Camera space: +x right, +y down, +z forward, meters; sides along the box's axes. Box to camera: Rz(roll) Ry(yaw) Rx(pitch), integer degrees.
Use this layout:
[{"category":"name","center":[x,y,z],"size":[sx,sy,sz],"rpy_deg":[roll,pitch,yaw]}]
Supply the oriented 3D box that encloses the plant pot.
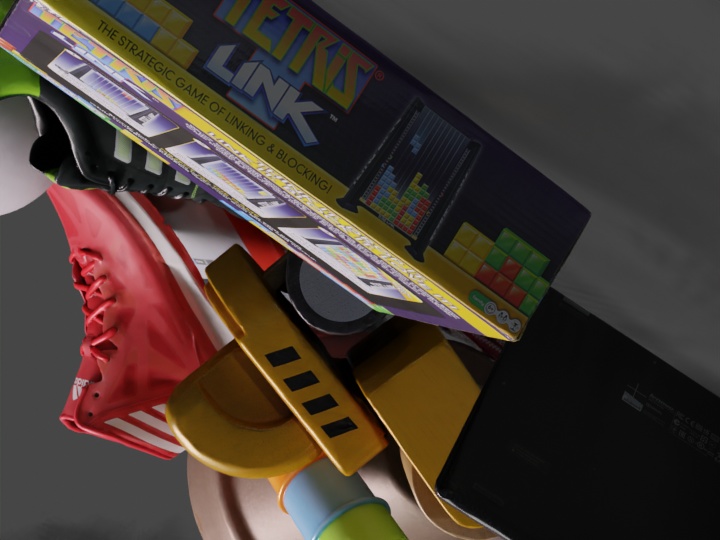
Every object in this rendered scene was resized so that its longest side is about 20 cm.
[{"category":"plant pot","center":[0.011,0.119,0.996],"size":[0.200,0.201,0.174],"rpy_deg":[35,151,-18]}]

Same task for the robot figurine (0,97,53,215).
[{"category":"robot figurine","center":[-0.245,-0.117,0.866],"size":[0.199,0.125,0.150],"rpy_deg":[33,177,0]}]

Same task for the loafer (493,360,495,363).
[{"category":"loafer","center":[0.092,0.092,1.109],"size":[0.063,0.072,0.200],"rpy_deg":[56,167,-1]}]

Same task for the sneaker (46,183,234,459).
[{"category":"sneaker","center":[-0.152,0.028,0.934],"size":[0.200,0.115,0.078],"rpy_deg":[51,162,-9]}]

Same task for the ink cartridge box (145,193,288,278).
[{"category":"ink cartridge box","center":[-0.100,-0.033,0.965],"size":[0.199,0.047,0.160],"rpy_deg":[35,165,27]}]

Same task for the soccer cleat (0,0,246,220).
[{"category":"soccer cleat","center":[-0.116,-0.066,0.785],"size":[0.067,0.081,0.200],"rpy_deg":[26,171,47]}]

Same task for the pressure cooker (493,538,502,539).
[{"category":"pressure cooker","center":[0.174,0.229,1.165],"size":[0.199,0.179,0.176],"rpy_deg":[28,170,43]}]

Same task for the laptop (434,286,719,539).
[{"category":"laptop","center":[0.129,0.103,0.737],"size":[0.187,0.200,0.116],"rpy_deg":[32,140,-1]}]

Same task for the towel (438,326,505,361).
[{"category":"towel","center":[0.000,0.000,0.999],"size":[0.199,0.023,0.144],"rpy_deg":[27,172,45]}]

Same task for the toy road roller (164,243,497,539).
[{"category":"toy road roller","center":[-0.012,0.071,0.818],"size":[0.200,0.146,0.123],"rpy_deg":[52,-179,-4]}]

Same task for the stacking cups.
[{"category":"stacking cups","center":[-0.014,0.137,0.881],"size":[0.060,0.060,0.200],"rpy_deg":[40,-172,-49]}]

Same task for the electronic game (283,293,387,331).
[{"category":"electronic game","center":[-0.056,0.014,1.296],"size":[0.199,0.042,0.200],"rpy_deg":[33,174,4]}]

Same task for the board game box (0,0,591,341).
[{"category":"board game box","center":[-0.034,-0.056,0.577],"size":[0.199,0.057,0.165],"rpy_deg":[35,172,-16]}]
